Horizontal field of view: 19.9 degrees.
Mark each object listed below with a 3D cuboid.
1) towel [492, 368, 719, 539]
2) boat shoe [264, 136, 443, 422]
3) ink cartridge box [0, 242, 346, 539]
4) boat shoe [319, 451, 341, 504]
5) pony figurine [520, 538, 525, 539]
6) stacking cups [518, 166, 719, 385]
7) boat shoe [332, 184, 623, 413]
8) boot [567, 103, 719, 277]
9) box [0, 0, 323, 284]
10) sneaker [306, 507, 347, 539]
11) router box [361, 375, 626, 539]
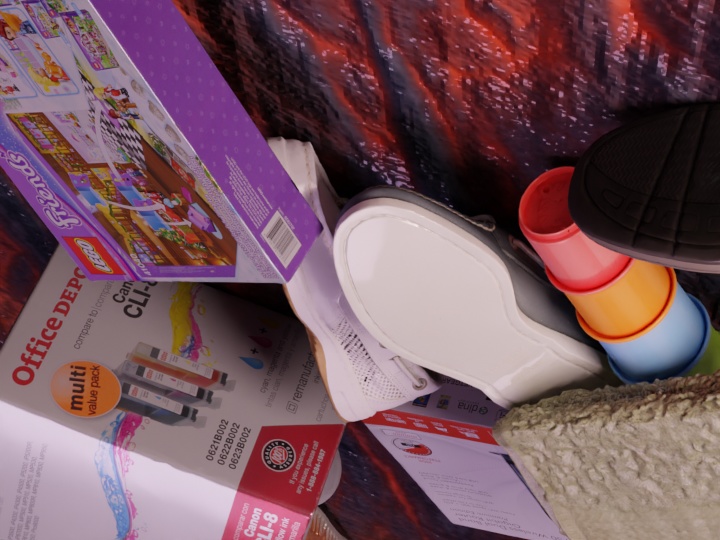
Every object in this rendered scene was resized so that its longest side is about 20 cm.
[{"bbox_3d":[0.168,0.106,0.963,0.199,0.037,0.149,-12,124,43],"label":"towel"},{"bbox_3d":[0.000,0.000,1.024,0.069,0.071,0.200,-11,143,8],"label":"boat shoe"},{"bbox_3d":[-0.118,0.102,1.193,0.199,0.146,0.145,20,132,1],"label":"ink cartridge box"},{"bbox_3d":[-0.107,0.096,1.330,0.199,0.072,0.066,24,163,-5],"label":"boat shoe"},{"bbox_3d":[0.177,0.241,1.345,0.193,0.166,0.200,51,165,10],"label":"pony figurine"},{"bbox_3d":[0.132,0.026,0.958,0.060,0.061,0.200,4,153,36],"label":"stacking cups"},{"bbox_3d":[0.054,0.009,0.979,0.073,0.062,0.200,-32,134,26],"label":"boat shoe"},{"bbox_3d":[0.196,0.000,0.833,0.199,0.074,0.151,0,151,30],"label":"boot"},{"bbox_3d":[-0.120,-0.077,0.908,0.136,0.039,0.200,1,136,41],"label":"box"},{"bbox_3d":[-0.059,0.221,1.592,0.079,0.072,0.200,17,153,22],"label":"sneaker"},{"bbox_3d":[0.118,0.108,1.181,0.199,0.049,0.180,8,155,29],"label":"router box"}]
